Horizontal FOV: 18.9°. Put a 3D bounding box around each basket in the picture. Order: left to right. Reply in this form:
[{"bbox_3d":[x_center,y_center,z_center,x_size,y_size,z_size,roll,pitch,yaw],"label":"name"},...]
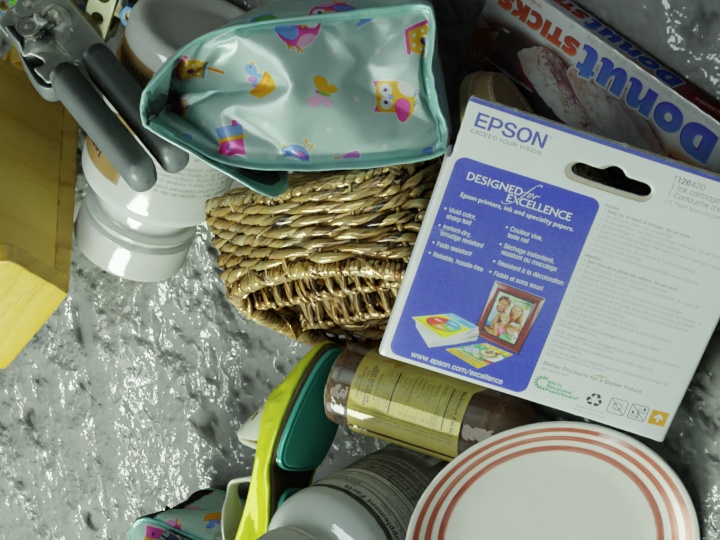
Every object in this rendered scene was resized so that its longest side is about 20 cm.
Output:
[{"bbox_3d":[0.000,0.000,1.489,0.199,0.143,0.150,-8,99,41],"label":"basket"}]

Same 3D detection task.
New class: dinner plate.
[{"bbox_3d":[0.129,0.187,1.459,0.199,0.024,0.201,-1,113,-3],"label":"dinner plate"}]

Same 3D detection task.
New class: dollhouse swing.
[{"bbox_3d":[-0.314,-0.064,1.644,0.182,0.175,0.201,-44,39,46],"label":"dollhouse swing"}]

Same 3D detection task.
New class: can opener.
[{"bbox_3d":[-0.188,-0.124,1.530,0.200,0.053,0.067,50,162,29],"label":"can opener"}]

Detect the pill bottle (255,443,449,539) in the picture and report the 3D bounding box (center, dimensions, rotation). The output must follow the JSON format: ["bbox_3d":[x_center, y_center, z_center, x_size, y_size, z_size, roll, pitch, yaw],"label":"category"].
[{"bbox_3d":[0.004,0.192,1.510,0.110,0.200,0.111,15,115,36],"label":"pill bottle"}]

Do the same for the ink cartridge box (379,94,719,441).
[{"bbox_3d":[0.133,-0.005,1.356,0.197,0.047,0.201,18,120,-2],"label":"ink cartridge box"}]

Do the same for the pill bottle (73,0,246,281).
[{"bbox_3d":[-0.143,-0.096,1.596,0.114,0.114,0.200,40,126,23],"label":"pill bottle"}]

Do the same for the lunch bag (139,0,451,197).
[{"bbox_3d":[-0.044,-0.120,1.417,0.199,0.170,0.122,-9,102,2],"label":"lunch bag"}]

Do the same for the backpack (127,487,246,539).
[{"bbox_3d":[-0.088,0.275,1.652,0.199,0.153,0.177,12,109,28],"label":"backpack"}]

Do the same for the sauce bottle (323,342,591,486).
[{"bbox_3d":[0.074,0.105,1.507,0.199,0.065,0.065,17,115,22],"label":"sauce bottle"}]

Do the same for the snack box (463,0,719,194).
[{"bbox_3d":[0.156,-0.116,1.399,0.200,0.024,0.072,39,127,24],"label":"snack box"}]

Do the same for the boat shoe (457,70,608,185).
[{"bbox_3d":[0.134,-0.049,1.410,0.064,0.071,0.200,-25,102,34],"label":"boat shoe"}]

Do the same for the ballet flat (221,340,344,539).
[{"bbox_3d":[-0.063,0.144,1.558,0.067,0.067,0.201,12,90,35],"label":"ballet flat"}]

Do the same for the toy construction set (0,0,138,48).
[{"bbox_3d":[-0.202,-0.237,1.597,0.131,0.092,0.200,26,144,3],"label":"toy construction set"}]
